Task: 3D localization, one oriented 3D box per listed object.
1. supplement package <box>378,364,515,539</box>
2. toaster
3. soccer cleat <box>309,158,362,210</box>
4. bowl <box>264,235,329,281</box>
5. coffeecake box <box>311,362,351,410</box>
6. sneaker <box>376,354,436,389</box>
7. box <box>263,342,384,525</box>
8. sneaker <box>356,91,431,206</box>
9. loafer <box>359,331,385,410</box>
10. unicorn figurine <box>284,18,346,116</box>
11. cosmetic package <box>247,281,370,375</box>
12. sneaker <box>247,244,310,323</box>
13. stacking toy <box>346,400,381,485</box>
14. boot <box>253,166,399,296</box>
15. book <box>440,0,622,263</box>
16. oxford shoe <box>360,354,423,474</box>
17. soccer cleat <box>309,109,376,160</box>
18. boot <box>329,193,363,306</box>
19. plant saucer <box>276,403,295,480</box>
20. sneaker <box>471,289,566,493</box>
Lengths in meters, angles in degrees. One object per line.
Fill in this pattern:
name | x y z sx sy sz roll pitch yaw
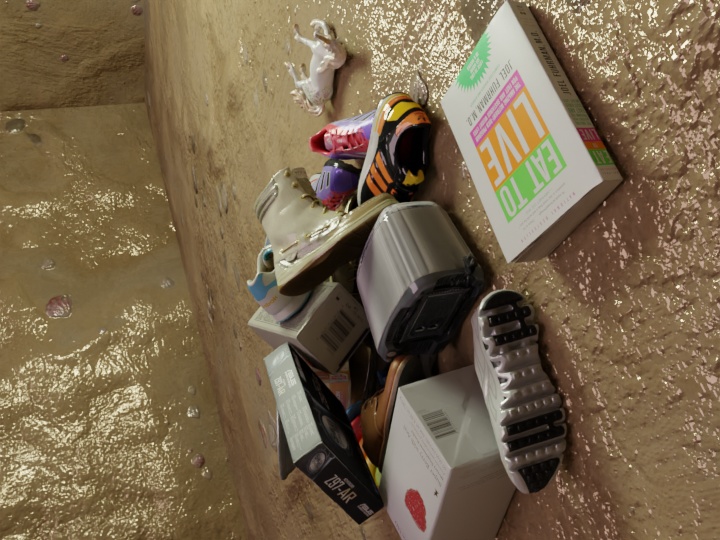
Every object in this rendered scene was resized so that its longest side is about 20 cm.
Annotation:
supplement package | 0.107 0.238 0.742 0.122 0.117 0.204 52 144 45
toaster | 0.067 0.008 0.752 0.202 0.111 0.131 110 144 -48
soccer cleat | -0.046 -0.121 0.967 0.075 0.067 0.199 -70 17 -9
bowl | -0.112 0.012 1.148 0.199 0.105 0.206 -179 90 -67
coffeecake box | -0.058 0.202 1.082 0.201 0.071 0.157 -100 11 -65
sneaker | 0.063 0.160 0.854 0.077 0.083 0.205 -8 93 66
box | -0.052 0.212 0.822 0.161 0.043 0.201 55 -178 -34
sneaker | 0.046 -0.118 0.796 0.090 0.068 0.204 -125 36 -49
loafer | 0.024 0.119 0.912 0.072 0.061 0.205 -30 -61 -76
unicorn figurine | -0.067 -0.335 0.985 0.138 0.073 0.202 53 160 30
cosmetic package | -0.079 0.079 0.927 0.087 0.104 0.199 46 161 -22
sneaker | -0.100 -0.020 0.913 0.076 0.202 0.081 -28 116 34
stacking toy | 0.050 0.295 0.938 0.198 0.116 0.111 26 84 43
boot | -0.051 -0.080 0.818 0.198 0.072 0.157 -34 62 20
book | 0.154 -0.130 0.588 0.134 0.047 0.204 -55 48 53
oxford shoe | 0.031 0.181 0.794 0.071 0.071 0.204 33 130 30
soccer cleat | -0.011 -0.191 0.895 0.199 0.072 0.070 -166 68 -65
boot | 0.000 0.000 0.945 0.155 0.071 0.205 135 128 -67
plant saucer | -0.114 0.249 1.052 0.200 0.049 0.206 179 90 -86
sneaker | 0.160 0.125 0.650 0.081 0.073 0.205 133 129 -73
